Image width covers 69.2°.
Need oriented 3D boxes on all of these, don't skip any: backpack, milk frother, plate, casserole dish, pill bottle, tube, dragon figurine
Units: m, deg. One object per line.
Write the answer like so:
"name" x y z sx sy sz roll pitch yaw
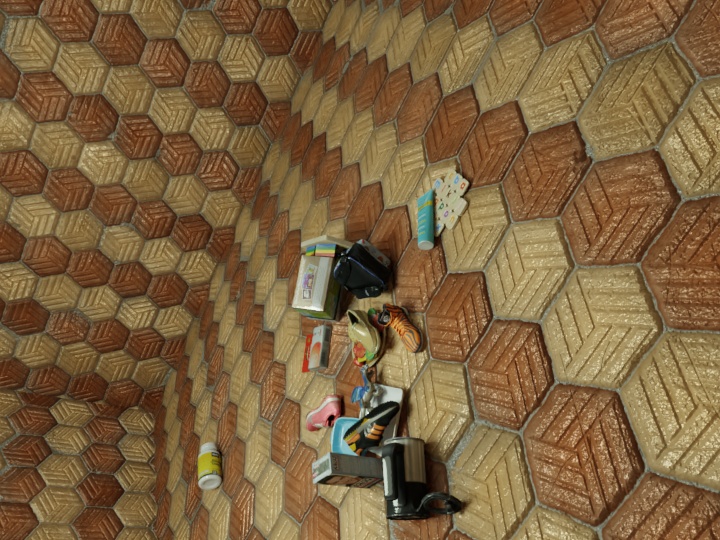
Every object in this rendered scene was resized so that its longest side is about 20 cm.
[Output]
"backpack" 0.000 0.000 1.813 0.190 0.199 0.155 -40 11 51
"milk frother" 0.155 0.530 1.344 0.195 0.181 0.192 -6 60 9
"plate" 0.062 0.456 1.604 0.198 0.032 0.205 -5 70 57
"casserole dish" -0.030 0.531 1.649 0.199 0.038 0.124 -20 59 55
"pill bottle" -0.740 0.954 2.555 0.113 0.110 0.202 -54 35 25
"tube" 0.209 -0.164 1.675 0.077 0.050 0.204 -29 47 42
"dragon figurine" 0.010 0.397 1.627 0.099 0.058 0.204 -2 65 61

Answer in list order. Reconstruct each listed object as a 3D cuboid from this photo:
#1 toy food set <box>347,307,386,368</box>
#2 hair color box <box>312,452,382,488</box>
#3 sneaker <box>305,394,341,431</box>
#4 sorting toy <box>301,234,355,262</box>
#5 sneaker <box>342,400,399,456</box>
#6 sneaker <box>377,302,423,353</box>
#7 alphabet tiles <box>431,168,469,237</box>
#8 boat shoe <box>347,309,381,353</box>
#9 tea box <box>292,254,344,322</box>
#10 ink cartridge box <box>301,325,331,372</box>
"toy food set" 0.022 0.231 1.776 0.197 0.048 0.204 -31 49 48
"hair color box" -0.033 0.586 1.524 0.099 0.197 0.062 -44 40 37
"sneaker" -0.133 0.525 1.844 0.201 0.073 0.088 -52 37 30
"sorting toy" -0.102 -0.063 1.992 0.197 0.197 0.071 -10 69 56
"sneaker" 0.047 0.465 1.530 0.198 0.091 0.070 -36 4 8
"sneaker" 0.112 0.174 1.599 0.079 0.110 0.201 -59 33 18
"alphabet tiles" 0.268 -0.213 1.651 0.198 0.014 0.201 -62 31 21
"boat shoe" 0.002 0.197 1.706 0.073 0.075 0.200 -60 33 16
"tea box" -0.151 0.071 1.969 0.130 0.197 0.205 5 75 17
"ink cartridge box" -0.190 0.314 2.076 0.198 0.049 0.166 -21 57 49
